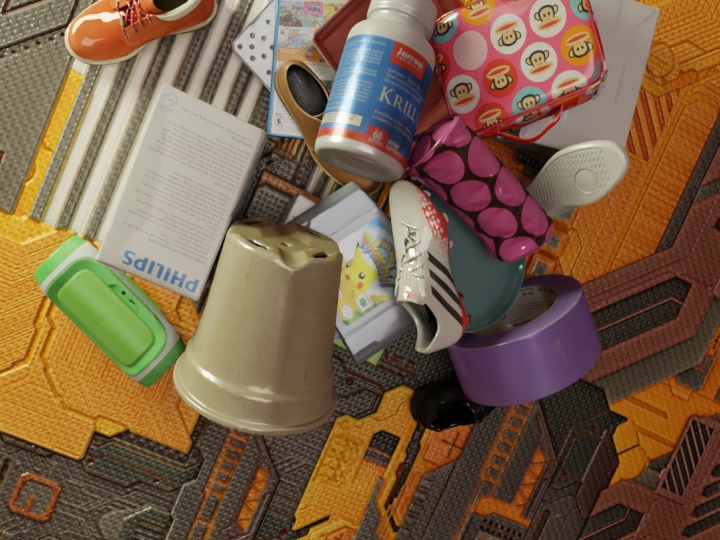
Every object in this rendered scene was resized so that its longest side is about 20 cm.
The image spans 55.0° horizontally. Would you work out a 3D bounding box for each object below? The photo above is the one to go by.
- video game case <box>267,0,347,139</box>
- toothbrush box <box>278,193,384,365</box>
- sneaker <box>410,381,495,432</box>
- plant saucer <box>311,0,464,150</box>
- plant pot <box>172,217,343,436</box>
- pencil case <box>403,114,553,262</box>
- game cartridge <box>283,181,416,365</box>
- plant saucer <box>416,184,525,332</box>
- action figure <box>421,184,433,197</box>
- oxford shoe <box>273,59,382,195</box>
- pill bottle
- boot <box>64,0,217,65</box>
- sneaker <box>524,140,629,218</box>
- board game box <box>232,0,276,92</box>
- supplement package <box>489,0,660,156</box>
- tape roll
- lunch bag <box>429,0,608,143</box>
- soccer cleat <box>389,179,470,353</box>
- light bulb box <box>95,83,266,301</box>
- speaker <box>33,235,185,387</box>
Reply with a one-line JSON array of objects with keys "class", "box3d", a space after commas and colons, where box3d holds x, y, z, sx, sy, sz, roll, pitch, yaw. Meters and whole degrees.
[{"class": "video game case", "box3d": [-0.044, -0.272, 0.899, 0.139, 0.018, 0.206, 4, 97, -10]}, {"class": "toothbrush box", "box3d": [-0.034, 0.010, 0.932, 0.197, 0.086, 0.148, 28, 92, -13]}, {"class": "sneaker", "box3d": [0.171, 0.180, 0.990, 0.196, 0.091, 0.077, -27, 101, -6]}, {"class": "plant saucer", "box3d": [0.058, -0.280, 0.895, 0.200, 0.037, 0.200, -46, 112, -11]}, {"class": "plant pot", "box3d": [-0.100, 0.049, 0.787, 0.195, 0.201, 0.188, 12, 109, -11]}, {"class": "pencil case", "box3d": [0.143, -0.092, 0.839, 0.199, 0.091, 0.094, 42, 103, -18]}, {"class": "game cartridge", "box3d": [0.000, 0.000, 0.877, 0.132, 0.040, 0.203, -33, 100, -10]}, {"class": "plant saucer", "box3d": [0.127, -0.024, 0.888, 0.195, 0.027, 0.207, 2, 85, -26]}, {"class": "action figure", "box3d": [0.137, -0.086, 0.948, 0.199, 0.069, 0.132, 40, 75, -21]}, {"class": "oxford shoe", "box3d": [-0.039, -0.174, 0.870, 0.071, 0.071, 0.201, -41, 104, -3]}, {"class": "pill bottle", "box3d": [0.024, -0.217, 0.806, 0.109, 0.112, 0.205, 17, 84, -11]}, {"class": "boot", "box3d": [-0.272, -0.311, 0.838, 0.196, 0.107, 0.077, -23, 103, -4]}, {"class": "sneaker", "box3d": [0.279, -0.126, 0.883, 0.117, 0.200, 0.075, -34, 90, -30]}, {"class": "board game box", "box3d": [-0.036, -0.292, 0.920, 0.200, 0.026, 0.200, -45, 102, -1]}, {"class": "supplement package", "box3d": [0.283, -0.259, 0.934, 0.151, 0.111, 0.206, 12, 96, -11]}, {"class": "tape roll", "box3d": [0.213, 0.089, 0.925, 0.196, 0.200, 0.087, -26, 103, -5]}, {"class": "lunch bag", "box3d": [0.192, -0.245, 0.834, 0.195, 0.082, 0.181, -17, 88, 17]}, {"class": "soccer cleat", "box3d": [0.068, -0.003, 0.804, 0.084, 0.068, 0.205, -26, 103, -39]}, {"class": "light bulb box", "box3d": [-0.204, -0.093, 0.832, 0.122, 0.198, 0.204, 22, 95, -9]}, {"class": "speaker", "box3d": [-0.320, 0.054, 0.892, 0.088, 0.088, 0.201, -42, 102, -1]}]
